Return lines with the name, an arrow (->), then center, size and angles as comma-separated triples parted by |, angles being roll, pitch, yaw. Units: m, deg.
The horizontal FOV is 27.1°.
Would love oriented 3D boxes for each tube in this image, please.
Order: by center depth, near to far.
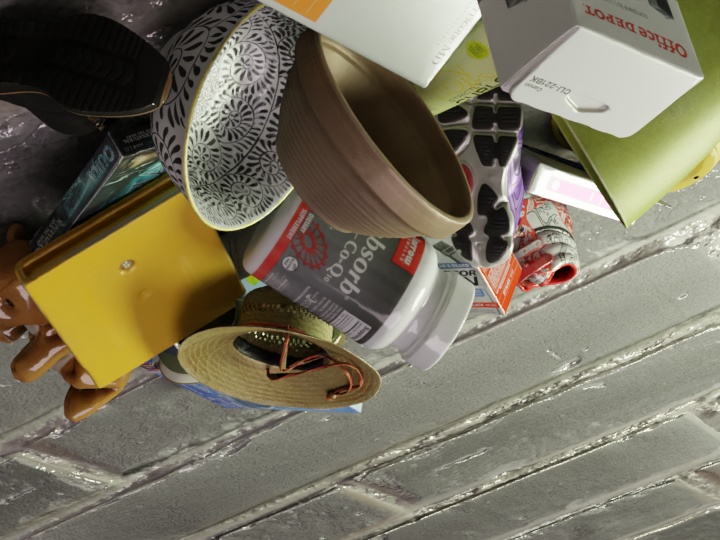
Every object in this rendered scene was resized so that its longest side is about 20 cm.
tube -> 0.082, -0.170, 1.270 | 0.058, 0.053, 0.199 | -19, 180, -36

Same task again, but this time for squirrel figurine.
squirrel figurine -> -0.283, 0.023, 1.493 | 0.198, 0.142, 0.187 | -29, 139, 3

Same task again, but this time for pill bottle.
pill bottle -> 0.000, 0.000, 1.386 | 0.199, 0.117, 0.116 | 32, 139, -10

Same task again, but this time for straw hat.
straw hat -> -0.073, 0.060, 1.453 | 0.198, 0.086, 0.202 | 7, 154, 3

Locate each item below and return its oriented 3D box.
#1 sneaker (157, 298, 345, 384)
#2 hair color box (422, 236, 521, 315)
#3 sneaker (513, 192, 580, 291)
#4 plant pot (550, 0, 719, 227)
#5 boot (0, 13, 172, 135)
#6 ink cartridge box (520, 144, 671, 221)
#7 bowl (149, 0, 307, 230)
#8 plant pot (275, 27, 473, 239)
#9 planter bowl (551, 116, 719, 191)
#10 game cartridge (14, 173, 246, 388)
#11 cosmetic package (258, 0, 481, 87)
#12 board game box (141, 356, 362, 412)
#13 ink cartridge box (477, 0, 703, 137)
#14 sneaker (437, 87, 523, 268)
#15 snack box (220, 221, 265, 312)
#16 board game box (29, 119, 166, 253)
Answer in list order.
sneaker -> -0.112, 0.063, 1.523 | 0.197, 0.068, 0.090 | -10, 149, -5
hair color box -> 0.067, -0.041, 1.451 | 0.110, 0.064, 0.201 | 0, 140, 34
sneaker -> 0.145, -0.043, 1.523 | 0.200, 0.109, 0.067 | 13, 143, -37
plant pot -> 0.264, -0.171, 1.296 | 0.199, 0.188, 0.187 | -33, 148, 7
boot -> -0.209, -0.145, 1.205 | 0.198, 0.078, 0.138 | 16, 169, 28
ink cartridge box -> 0.212, -0.088, 1.487 | 0.198, 0.095, 0.038 | 11, 107, -37
bowl -> -0.112, -0.145, 1.228 | 0.093, 0.202, 0.201 | 26, 165, 26
plant pot -> -0.003, -0.096, 1.206 | 0.092, 0.202, 0.200 | -36, 144, 20
planter bowl -> 0.290, -0.132, 1.445 | 0.197, 0.084, 0.201 | -9, 152, -5
game cartridge -> -0.207, 0.011, 1.391 | 0.175, 0.033, 0.201 | -31, 148, -7
cosmetic package -> 0.002, -0.229, 1.147 | 0.199, 0.072, 0.102 | 19, 118, -44
board game box -> -0.126, 0.115, 1.701 | 0.197, 0.044, 0.200 | -2, 160, 31
ink cartridge box -> 0.158, -0.217, 1.120 | 0.143, 0.202, 0.084 | 13, 144, -38
sneaker -> 0.116, -0.107, 1.375 | 0.080, 0.203, 0.083 | 8, -161, 18
snack box -> -0.050, -0.007, 1.559 | 0.198, 0.068, 0.168 | -26, 149, 23
board game box -> -0.206, -0.078, 1.348 | 0.134, 0.028, 0.200 | -24, 168, -41
